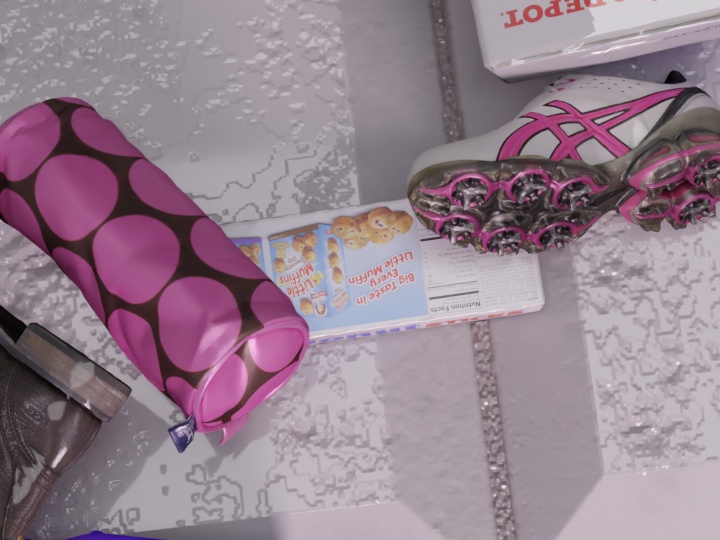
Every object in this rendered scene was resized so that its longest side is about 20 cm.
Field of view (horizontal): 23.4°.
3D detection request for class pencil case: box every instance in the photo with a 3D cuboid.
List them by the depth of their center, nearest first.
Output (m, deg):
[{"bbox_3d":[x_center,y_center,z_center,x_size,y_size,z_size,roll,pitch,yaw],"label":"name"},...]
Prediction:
[{"bbox_3d":[-0.120,-0.001,0.933,0.090,0.094,0.200,-32,65,-25],"label":"pencil case"}]

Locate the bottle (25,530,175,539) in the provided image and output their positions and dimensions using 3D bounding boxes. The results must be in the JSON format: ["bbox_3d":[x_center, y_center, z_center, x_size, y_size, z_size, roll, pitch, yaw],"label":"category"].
[{"bbox_3d":[-0.132,0.181,0.921,0.198,0.065,0.084,5,81,2],"label":"bottle"}]

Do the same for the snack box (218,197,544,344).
[{"bbox_3d":[0.000,0.000,0.976,0.198,0.024,0.073,-8,80,-1],"label":"snack box"}]

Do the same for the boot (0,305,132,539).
[{"bbox_3d":[-0.224,0.097,0.903,0.199,0.069,0.175,25,79,38],"label":"boot"}]

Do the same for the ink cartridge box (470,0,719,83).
[{"bbox_3d":[0.121,-0.212,0.924,0.143,0.084,0.202,-11,86,13],"label":"ink cartridge box"}]

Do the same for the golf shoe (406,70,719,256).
[{"bbox_3d":[0.111,-0.064,0.956,0.199,0.073,0.093,-7,54,-22],"label":"golf shoe"}]
